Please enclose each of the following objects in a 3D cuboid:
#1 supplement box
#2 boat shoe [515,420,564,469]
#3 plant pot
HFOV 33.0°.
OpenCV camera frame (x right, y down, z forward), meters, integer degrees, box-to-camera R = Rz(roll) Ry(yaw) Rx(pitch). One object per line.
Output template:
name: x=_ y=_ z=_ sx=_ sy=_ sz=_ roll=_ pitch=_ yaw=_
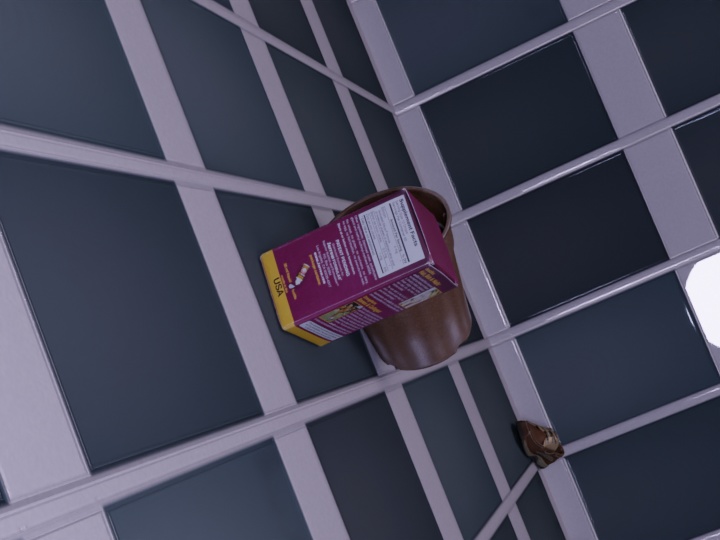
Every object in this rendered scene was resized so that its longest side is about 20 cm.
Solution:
supplement box: x=0.000 y=0.000 z=1.462 sx=0.131 sy=0.198 sz=0.104 roll=35 pitch=33 yaw=-67
boat shoe: x=0.393 y=0.368 z=2.643 sx=0.200 sy=0.073 sz=0.076 roll=46 pitch=24 yaw=-56
plant pot: x=0.062 y=0.021 z=1.723 sx=0.201 sy=0.198 sz=0.200 roll=-95 pitch=164 yaw=-54
